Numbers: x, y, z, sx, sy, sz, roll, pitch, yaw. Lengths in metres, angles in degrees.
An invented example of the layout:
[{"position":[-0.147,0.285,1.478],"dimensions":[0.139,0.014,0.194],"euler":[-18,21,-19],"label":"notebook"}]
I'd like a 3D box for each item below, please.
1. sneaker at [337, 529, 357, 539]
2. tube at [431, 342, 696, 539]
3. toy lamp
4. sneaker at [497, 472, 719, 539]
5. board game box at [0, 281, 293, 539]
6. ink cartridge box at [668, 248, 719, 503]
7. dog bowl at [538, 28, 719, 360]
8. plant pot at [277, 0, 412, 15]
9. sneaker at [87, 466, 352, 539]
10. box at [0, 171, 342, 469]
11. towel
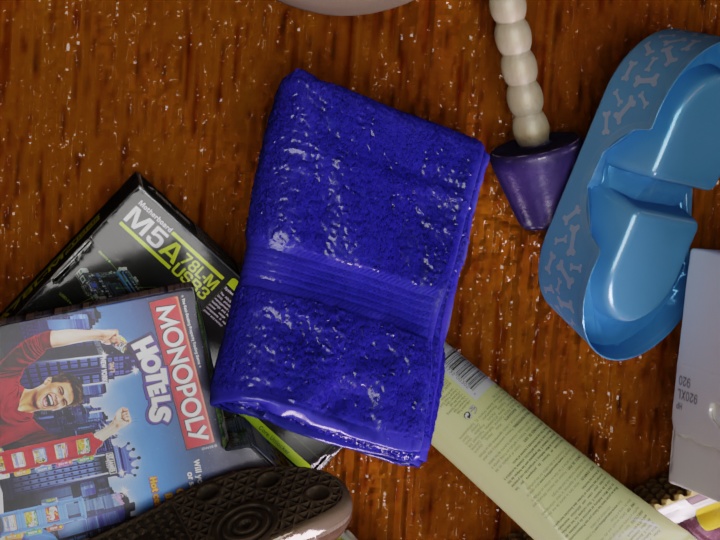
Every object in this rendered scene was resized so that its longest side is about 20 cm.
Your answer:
[{"position":[0.021,0.224,1.693],"dimensions":[0.200,0.090,0.078],"euler":[34,97,-25],"label":"sneaker"},{"position":[0.098,0.119,1.665],"dimensions":[0.200,0.052,0.058],"euler":[40,102,9],"label":"tube"},{"position":[0.092,-0.122,1.638],"dimensions":[0.058,0.058,0.200],"euler":[-13,106,-4],"label":"toy lamp"},{"position":[0.160,0.185,1.714],"dimensions":[0.200,0.075,0.090],"euler":[-21,100,-1],"label":"sneaker"},{"position":[-0.126,0.107,1.619],"dimensions":[0.200,0.062,0.200],"euler":[-11,105,-5],"label":"board game box"},{"position":[0.301,0.068,1.636],"dimensions":[0.200,0.147,0.145],"euler":[3,95,-22],"label":"ink cartridge box"},{"position":[0.167,-0.048,1.647],"dimensions":[0.111,0.050,0.200],"euler":[9,106,-50],"label":"dog bowl"},{"position":[-0.023,-0.226,1.500],"dimensions":[0.187,0.200,0.188],"euler":[1,97,8],"label":"plant pot"},{"position":[-0.094,0.172,1.584],"dimensions":[0.200,0.070,0.076],"euler":[-19,125,1],"label":"sneaker"},{"position":[-0.124,0.078,1.668],"dimensions":[0.200,0.048,0.193],"euler":[42,93,-14],"label":"box"},{"position":[0.000,0.000,1.606],"dimensions":[0.148,0.050,0.200],"euler":[19,75,-33],"label":"towel"}]
